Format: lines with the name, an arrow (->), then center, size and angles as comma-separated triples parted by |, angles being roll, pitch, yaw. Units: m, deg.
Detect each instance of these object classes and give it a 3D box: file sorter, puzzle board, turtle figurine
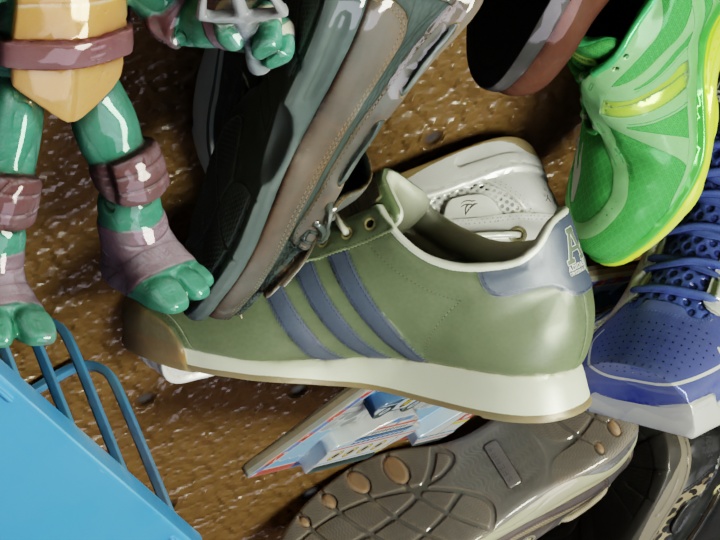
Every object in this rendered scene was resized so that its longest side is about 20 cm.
file sorter -> -0.178, 0.069, 1.002 | 0.138, 0.123, 0.200 | -31, 145, 6
puzzle board -> 0.051, 0.046, 1.145 | 0.150, 0.017, 0.200 | -38, 165, 25
turtle figurine -> -0.099, -0.078, 0.858 | 0.149, 0.101, 0.201 | -5, 118, -13

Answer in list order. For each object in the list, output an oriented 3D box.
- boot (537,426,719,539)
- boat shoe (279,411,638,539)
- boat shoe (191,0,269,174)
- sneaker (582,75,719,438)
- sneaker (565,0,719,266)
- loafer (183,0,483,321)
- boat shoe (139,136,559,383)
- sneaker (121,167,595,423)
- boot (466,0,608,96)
boot -> 0.178, 0.151, 1.395 | 0.150, 0.073, 0.201 | -2, 132, -32
boat shoe -> 0.054, 0.127, 1.275 | 0.199, 0.075, 0.073 | -23, 145, -5
boat shoe -> -0.027, -0.073, 0.981 | 0.068, 0.057, 0.201 | -17, 144, -15
sneaker -> 0.157, -0.021, 1.122 | 0.199, 0.080, 0.116 | -43, 135, -45
sneaker -> 0.112, -0.093, 1.042 | 0.083, 0.074, 0.201 | -4, 127, -24
loafer -> -0.014, -0.045, 0.918 | 0.062, 0.072, 0.200 | 11, 138, -16
boat shoe -> -0.002, 0.009, 1.088 | 0.199, 0.070, 0.071 | -24, 151, -3
sneaker -> 0.000, 0.000, 1.011 | 0.067, 0.199, 0.091 | -42, 138, -67
boot -> 0.154, -0.111, 0.965 | 0.199, 0.068, 0.189 | 32, 82, -30
